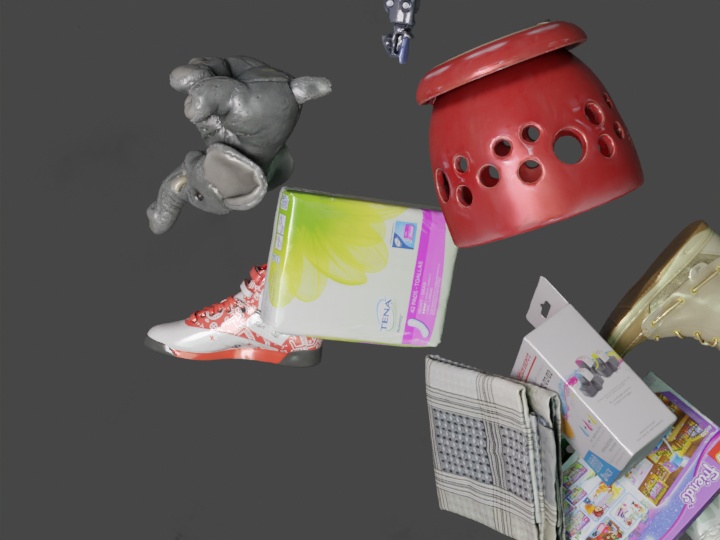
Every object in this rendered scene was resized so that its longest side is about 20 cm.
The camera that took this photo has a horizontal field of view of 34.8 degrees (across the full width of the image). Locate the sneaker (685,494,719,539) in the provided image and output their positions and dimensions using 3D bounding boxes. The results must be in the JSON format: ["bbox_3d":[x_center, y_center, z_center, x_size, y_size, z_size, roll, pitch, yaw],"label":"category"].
[{"bbox_3d":[0.416,0.319,1.264,0.076,0.115,0.201,-32,98,12],"label":"sneaker"}]

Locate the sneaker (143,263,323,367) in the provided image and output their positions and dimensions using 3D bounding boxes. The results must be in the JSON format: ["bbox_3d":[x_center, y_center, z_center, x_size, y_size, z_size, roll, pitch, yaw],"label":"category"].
[{"bbox_3d":[-0.139,0.044,1.283,0.201,0.067,0.108,5,103,1],"label":"sneaker"}]

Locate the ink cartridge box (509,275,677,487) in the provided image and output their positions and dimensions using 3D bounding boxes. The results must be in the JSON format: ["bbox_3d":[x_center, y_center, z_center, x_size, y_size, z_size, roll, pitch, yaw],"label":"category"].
[{"bbox_3d":[0.223,0.115,1.194,0.068,0.115,0.200,-34,69,-17],"label":"ink cartridge box"}]

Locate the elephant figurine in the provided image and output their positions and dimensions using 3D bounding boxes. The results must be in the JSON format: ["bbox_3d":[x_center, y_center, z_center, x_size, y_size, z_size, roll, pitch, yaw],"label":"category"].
[{"bbox_3d":[-0.135,-0.119,1.225,0.141,0.155,0.200,-14,120,-34],"label":"elephant figurine"}]

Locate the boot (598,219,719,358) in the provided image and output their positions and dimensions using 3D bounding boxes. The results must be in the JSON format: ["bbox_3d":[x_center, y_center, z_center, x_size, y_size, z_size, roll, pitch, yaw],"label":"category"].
[{"bbox_3d":[0.355,0.068,1.231,0.155,0.073,0.200,39,97,-1],"label":"boot"}]

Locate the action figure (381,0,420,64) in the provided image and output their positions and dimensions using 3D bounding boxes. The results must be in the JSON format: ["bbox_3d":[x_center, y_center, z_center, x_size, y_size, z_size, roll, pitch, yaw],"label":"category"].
[{"bbox_3d":[0.013,-0.310,1.164,0.193,0.105,0.200,4,102,15],"label":"action figure"}]

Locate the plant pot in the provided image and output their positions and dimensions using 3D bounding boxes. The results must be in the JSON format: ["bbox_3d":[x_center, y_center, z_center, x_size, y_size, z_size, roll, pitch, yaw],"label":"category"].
[{"bbox_3d":[0.157,-0.136,1.144,0.200,0.200,0.183,-21,93,11],"label":"plant pot"}]

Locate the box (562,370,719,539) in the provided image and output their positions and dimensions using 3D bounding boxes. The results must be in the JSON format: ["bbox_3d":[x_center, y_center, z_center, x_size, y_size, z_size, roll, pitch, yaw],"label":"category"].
[{"bbox_3d":[0.298,0.226,1.232,0.200,0.039,0.137,-45,64,-5],"label":"box"}]

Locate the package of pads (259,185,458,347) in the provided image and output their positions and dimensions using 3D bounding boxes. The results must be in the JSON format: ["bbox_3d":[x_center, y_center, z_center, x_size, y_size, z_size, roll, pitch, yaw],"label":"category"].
[{"bbox_3d":[0.000,0.000,1.225,0.200,0.068,0.155,7,100,-16],"label":"package of pads"}]

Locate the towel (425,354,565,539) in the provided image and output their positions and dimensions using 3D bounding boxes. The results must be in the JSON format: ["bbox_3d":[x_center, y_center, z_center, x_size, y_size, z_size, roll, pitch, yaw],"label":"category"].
[{"bbox_3d":[0.141,0.199,1.242,0.035,0.200,0.193,-15,106,-35],"label":"towel"}]

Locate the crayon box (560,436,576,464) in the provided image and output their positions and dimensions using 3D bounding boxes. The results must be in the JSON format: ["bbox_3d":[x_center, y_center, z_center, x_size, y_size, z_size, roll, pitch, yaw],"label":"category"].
[{"bbox_3d":[0.283,0.280,1.302,0.126,0.052,0.200,-16,101,9],"label":"crayon box"}]
